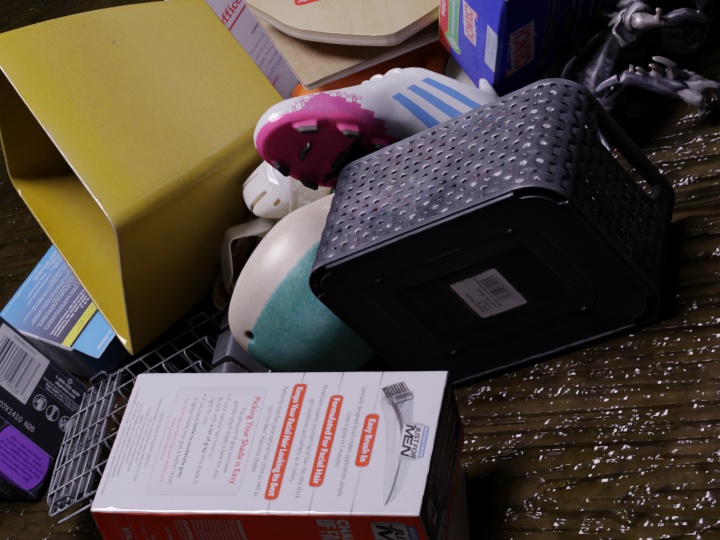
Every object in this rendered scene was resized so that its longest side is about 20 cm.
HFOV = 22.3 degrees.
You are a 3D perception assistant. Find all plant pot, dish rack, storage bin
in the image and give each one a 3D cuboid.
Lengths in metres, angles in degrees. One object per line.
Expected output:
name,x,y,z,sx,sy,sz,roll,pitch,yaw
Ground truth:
plant pot,-0.159,-0.092,1.423,0.176,0.200,0.200,-29,66,-18
dish rack,-0.151,0.114,1.379,0.200,0.055,0.154,-30,31,29
storage bin,0.083,-0.018,1.151,0.199,0.135,0.094,-20,39,37

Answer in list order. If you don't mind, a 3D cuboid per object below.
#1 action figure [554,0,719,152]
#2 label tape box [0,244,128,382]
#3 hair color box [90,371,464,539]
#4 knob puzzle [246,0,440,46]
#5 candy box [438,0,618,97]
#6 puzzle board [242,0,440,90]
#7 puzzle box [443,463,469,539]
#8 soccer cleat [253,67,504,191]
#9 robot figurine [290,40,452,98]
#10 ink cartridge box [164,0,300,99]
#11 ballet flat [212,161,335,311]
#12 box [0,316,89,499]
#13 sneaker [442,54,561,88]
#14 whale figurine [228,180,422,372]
action figure,0.198,-0.150,1.224,0.200,0.102,0.119,-57,26,37
label tape box,-0.212,0.020,1.568,0.200,0.066,0.144,13,62,53
hair color box,-0.046,0.120,1.086,0.199,0.064,0.111,-2,44,17
knob puzzle,0.012,-0.216,1.377,0.218,0.031,0.220,-10,38,8
candy box,0.152,-0.225,1.267,0.200,0.077,0.169,-36,-16,-12
puzzle board,-0.005,-0.210,1.414,0.150,0.017,0.200,-23,38,-8
puzzle box,-0.018,0.202,1.117,0.200,0.025,0.133,-32,31,22
soccer cleat,0.014,-0.100,1.239,0.070,0.199,0.087,-58,39,43
robot figurine,0.015,-0.144,1.433,0.201,0.116,0.144,-76,11,-45
ink cartridge box,-0.094,-0.194,1.550,0.068,0.200,0.115,-7,45,48
ballet flat,-0.065,-0.037,1.358,0.068,0.062,0.201,-116,34,-40
box,-0.340,0.118,1.544,0.199,0.122,0.106,-8,46,48
sneaker,0.127,-0.173,1.368,0.093,0.070,0.200,-26,31,41
whale figurine,0.000,0.000,1.296,0.200,0.104,0.159,-38,-18,-32
